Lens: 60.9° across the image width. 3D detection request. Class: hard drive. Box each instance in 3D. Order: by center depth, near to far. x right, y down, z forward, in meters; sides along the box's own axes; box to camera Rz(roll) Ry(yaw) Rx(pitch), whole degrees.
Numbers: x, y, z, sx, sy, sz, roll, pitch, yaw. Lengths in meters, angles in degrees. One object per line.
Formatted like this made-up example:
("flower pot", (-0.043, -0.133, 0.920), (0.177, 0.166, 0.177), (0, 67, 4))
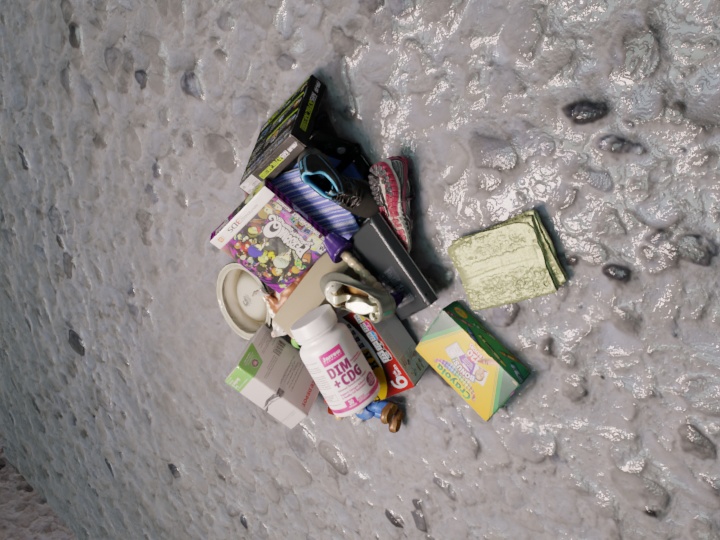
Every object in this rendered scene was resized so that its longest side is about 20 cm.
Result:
("hard drive", (0.059, -0.004, 1.219), (0.202, 0.033, 0.139), (55, 154, 1))

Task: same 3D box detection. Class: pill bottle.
("pill bottle", (-0.052, 0.178, 1.226), (0.112, 0.113, 0.203), (-20, 105, 41))

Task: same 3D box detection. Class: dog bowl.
("dog bowl", (-0.269, 0.067, 1.530), (0.197, 0.073, 0.205), (15, 116, 34))

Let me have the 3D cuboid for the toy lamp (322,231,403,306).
("toy lamp", (0.000, 0.000, 1.224), (0.200, 0.058, 0.059), (44, 128, 20))

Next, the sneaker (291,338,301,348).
("sneaker", (-0.093, 0.100, 1.413), (0.082, 0.077, 0.202), (22, 119, -10))

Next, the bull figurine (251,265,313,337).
("bull figurine", (-0.176, 0.052, 1.408), (0.120, 0.065, 0.203), (27, 100, -15))

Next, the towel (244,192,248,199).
("towel", (-0.211, -0.114, 1.398), (0.143, 0.023, 0.202), (43, 155, 21))

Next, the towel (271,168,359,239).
("towel", (-0.093, -0.124, 1.277), (0.142, 0.024, 0.202), (-12, 127, 27))

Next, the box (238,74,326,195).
("box", (-0.160, -0.274, 1.251), (0.047, 0.196, 0.199), (34, 136, -24))

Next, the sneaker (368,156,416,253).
("sneaker", (0.076, -0.120, 1.187), (0.080, 0.074, 0.204), (21, 132, 43))

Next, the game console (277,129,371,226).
("game console", (-0.071, -0.165, 1.261), (0.199, 0.173, 0.119), (-39, 52, 40))

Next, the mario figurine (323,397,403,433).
("mario figurine", (-0.006, 0.323, 1.388), (0.197, 0.105, 0.126), (10, 116, 37))

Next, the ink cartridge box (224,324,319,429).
("ink cartridge box", (-0.196, 0.251, 1.446), (0.199, 0.147, 0.084), (38, 130, -9))

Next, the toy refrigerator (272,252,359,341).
("toy refrigerator", (-0.091, 0.056, 1.309), (0.075, 0.070, 0.201), (34, 83, 30))

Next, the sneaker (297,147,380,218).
("sneaker", (-0.040, -0.151, 1.183), (0.197, 0.083, 0.073), (30, 120, -21))

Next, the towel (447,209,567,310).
("towel", (0.258, -0.012, 1.099), (0.198, 0.036, 0.151), (-22, 92, 41))

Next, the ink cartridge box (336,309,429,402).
("ink cartridge box", (0.019, 0.170, 1.306), (0.174, 0.084, 0.202), (-32, 96, 42))

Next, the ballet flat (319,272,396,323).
("ballet flat", (-0.021, 0.050, 1.184), (0.197, 0.063, 0.069), (16, 116, 37))

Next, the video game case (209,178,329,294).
("video game case", (-0.183, -0.065, 1.279), (0.180, 0.036, 0.199), (-38, 120, 22))

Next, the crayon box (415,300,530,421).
("crayon box", (0.214, 0.174, 1.187), (0.200, 0.058, 0.120), (44, 128, 18))
